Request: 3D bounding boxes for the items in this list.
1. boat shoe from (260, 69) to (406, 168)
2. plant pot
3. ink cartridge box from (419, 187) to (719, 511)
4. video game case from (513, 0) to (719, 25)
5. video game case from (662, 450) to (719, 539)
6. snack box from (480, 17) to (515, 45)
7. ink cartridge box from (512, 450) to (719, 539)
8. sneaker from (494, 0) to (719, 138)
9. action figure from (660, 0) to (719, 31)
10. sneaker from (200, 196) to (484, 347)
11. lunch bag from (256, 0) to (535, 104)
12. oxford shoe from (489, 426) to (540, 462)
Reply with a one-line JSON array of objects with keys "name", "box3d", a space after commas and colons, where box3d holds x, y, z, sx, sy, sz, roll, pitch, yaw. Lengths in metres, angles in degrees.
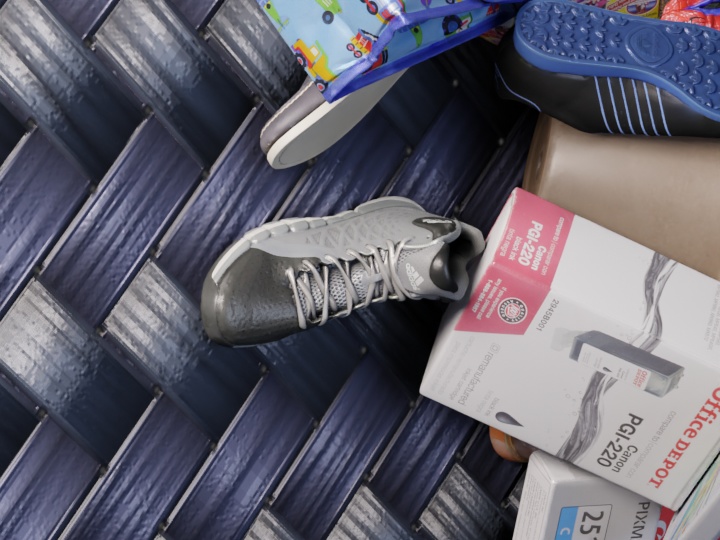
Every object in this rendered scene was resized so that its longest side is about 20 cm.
[{"name": "boat shoe", "box3d": [-0.005, -0.144, 1.574, 0.063, 0.073, 0.200, 43, 67, 9]}, {"name": "plant pot", "box3d": [0.207, -0.060, 1.673, 0.174, 0.200, 0.200, 12, 88, -3]}, {"name": "ink cartridge box", "box3d": [0.160, 0.055, 1.611, 0.200, 0.146, 0.085, 24, 44, -3]}, {"name": "video game case", "box3d": [0.197, -0.221, 1.621, 0.200, 0.026, 0.181, -14, 126, -20]}, {"name": "video game case", "box3d": [0.260, 0.102, 1.597, 0.022, 0.200, 0.182, 28, 54, 2]}, {"name": "snack box", "box3d": [0.163, -0.240, 1.700, 0.142, 0.053, 0.200, 22, 82, -40]}, {"name": "ink cartridge box", "box3d": [0.190, 0.220, 1.726, 0.176, 0.045, 0.200, -2, 118, -22]}, {"name": "sneaker", "box3d": [0.186, -0.122, 1.588, 0.200, 0.078, 0.070, 17, 60, -5]}, {"name": "action figure", "box3d": [0.275, -0.170, 1.632, 0.200, 0.052, 0.066, -12, 87, -11]}, {"name": "sneaker", "box3d": [0.000, 0.000, 1.546, 0.200, 0.115, 0.075, -25, 113, -37]}, {"name": "lunch bag", "box3d": [0.022, -0.212, 1.528, 0.200, 0.094, 0.151, -25, 78, -48]}, {"name": "oxford shoe", "box3d": [0.169, 0.054, 1.736, 0.071, 0.073, 0.200, 38, 71, -38]}]
